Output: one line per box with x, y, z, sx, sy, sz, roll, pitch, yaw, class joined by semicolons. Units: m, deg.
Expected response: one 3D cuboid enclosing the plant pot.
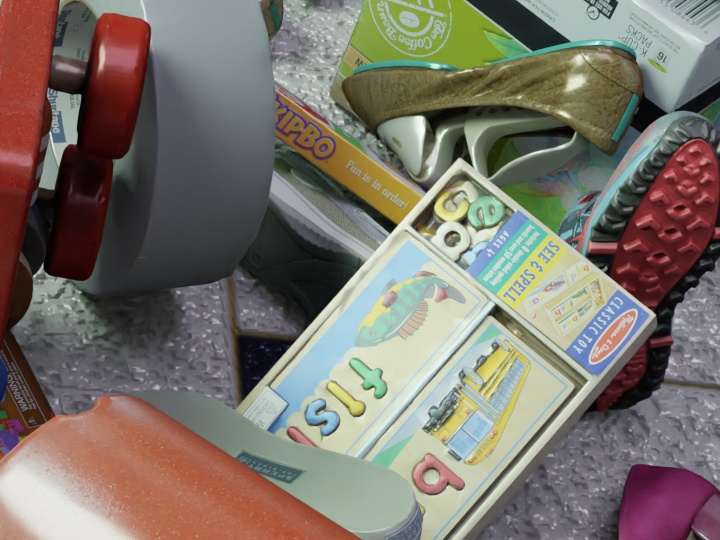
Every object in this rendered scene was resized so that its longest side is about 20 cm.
-0.069;0.164;0.911;0.195;0.201;0.201;36;44;24;plant pot

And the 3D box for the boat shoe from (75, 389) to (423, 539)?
-0.058;0.115;1.033;0.200;0.072;0.070;17;34;33;boat shoe

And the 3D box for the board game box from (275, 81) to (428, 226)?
0.009;-0.049;1.209;0.200;0.030;0.096;39;5;4;board game box

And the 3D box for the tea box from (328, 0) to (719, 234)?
0.118;-0.136;1.265;0.200;0.197;0.134;39;45;18;tea box

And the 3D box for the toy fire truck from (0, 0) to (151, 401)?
-0.167;-0.027;0.978;0.112;0.200;0.168;12;43;-10;toy fire truck

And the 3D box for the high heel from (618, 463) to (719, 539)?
0.119;0.166;1.087;0.096;0.068;0.200;27;39;36;high heel

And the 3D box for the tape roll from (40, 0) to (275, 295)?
-0.115;-0.089;1.120;0.066;0.201;0.201;-7;51;-28;tape roll

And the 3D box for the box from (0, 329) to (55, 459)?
-0.224;0.066;1.039;0.136;0.039;0.200;-12;54;-31;box

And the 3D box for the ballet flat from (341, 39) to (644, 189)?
0.065;-0.080;1.190;0.068;0.199;0.073;25;69;-50;ballet flat

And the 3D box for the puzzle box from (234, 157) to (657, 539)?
0.035;0.059;1.083;0.133;0.025;0.200;39;83;16;puzzle box

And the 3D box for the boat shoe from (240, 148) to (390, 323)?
-0.001;0.001;1.175;0.065;0.075;0.202;-24;51;-40;boat shoe

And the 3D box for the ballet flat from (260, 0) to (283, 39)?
-0.135;-0.198;1.302;0.199;0.067;0.068;22;76;0;ballet flat

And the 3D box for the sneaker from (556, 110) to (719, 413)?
0.134;-0.018;1.156;0.079;0.200;0.096;0;46;-20;sneaker
